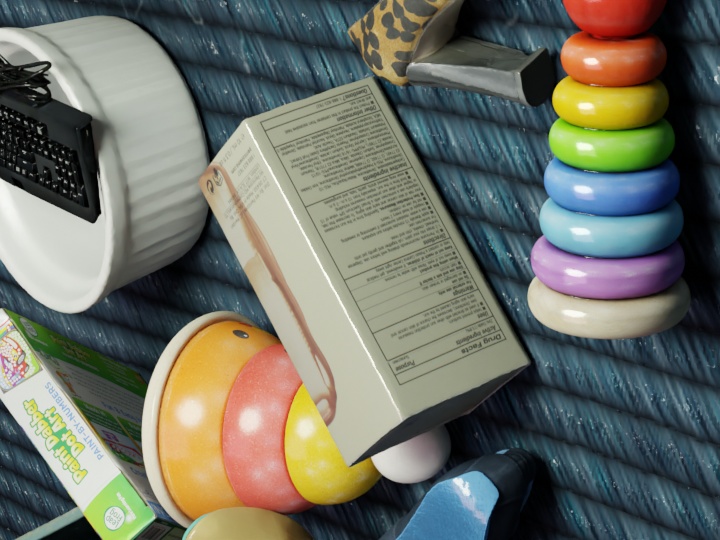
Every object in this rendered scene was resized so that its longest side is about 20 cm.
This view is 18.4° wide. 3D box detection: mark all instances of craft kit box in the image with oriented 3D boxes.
[{"bbox_3d":[-0.164,0.129,1.553,0.048,0.200,0.198,-41,63,7],"label":"craft kit box"}]

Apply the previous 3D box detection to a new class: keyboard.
[{"bbox_3d":[-0.245,-0.099,1.488,0.200,0.039,0.105,23,125,46],"label":"keyboard"}]

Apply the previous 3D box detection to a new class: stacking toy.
[{"bbox_3d":[-0.026,0.105,1.421,0.199,0.146,0.147,4,112,33],"label":"stacking toy"},{"bbox_3d":[0.127,-0.071,1.127,0.085,0.085,0.201,22,120,47],"label":"stacking toy"}]

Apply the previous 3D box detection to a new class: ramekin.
[{"bbox_3d":[-0.190,-0.080,1.543,0.200,0.097,0.202,30,130,42],"label":"ramekin"}]

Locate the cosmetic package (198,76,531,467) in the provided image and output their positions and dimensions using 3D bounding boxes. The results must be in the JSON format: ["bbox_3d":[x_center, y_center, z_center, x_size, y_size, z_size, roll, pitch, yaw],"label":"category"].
[{"bbox_3d":[0.000,0.000,1.317,0.201,0.103,0.087,63,147,12],"label":"cosmetic package"}]

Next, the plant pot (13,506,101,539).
[{"bbox_3d":[-0.210,0.297,1.690,0.197,0.196,0.200,62,169,8],"label":"plant pot"}]

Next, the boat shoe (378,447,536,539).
[{"bbox_3d":[0.059,0.175,1.362,0.084,0.069,0.200,53,145,8],"label":"boat shoe"}]

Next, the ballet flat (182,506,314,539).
[{"bbox_3d":[-0.036,0.206,1.431,0.063,0.200,0.069,35,91,42],"label":"ballet flat"}]

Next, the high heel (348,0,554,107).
[{"bbox_3d":[0.028,-0.186,1.201,0.142,0.071,0.201,17,130,42],"label":"high heel"}]
